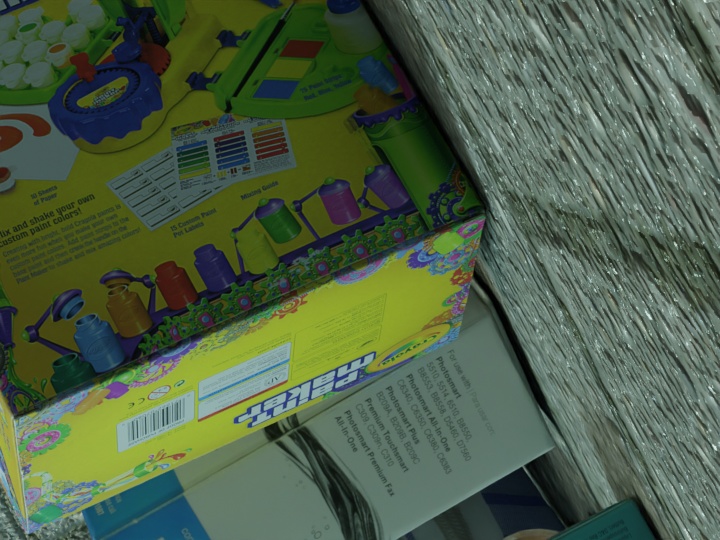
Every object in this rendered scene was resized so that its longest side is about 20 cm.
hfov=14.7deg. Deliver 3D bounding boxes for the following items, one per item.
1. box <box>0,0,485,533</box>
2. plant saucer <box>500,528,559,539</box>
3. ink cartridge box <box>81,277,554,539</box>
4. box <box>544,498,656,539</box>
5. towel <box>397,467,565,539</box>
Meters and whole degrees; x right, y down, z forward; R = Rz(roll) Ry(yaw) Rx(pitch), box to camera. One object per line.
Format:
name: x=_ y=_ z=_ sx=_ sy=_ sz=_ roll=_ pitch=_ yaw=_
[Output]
box: x=-0.085 y=-0.035 z=1.119 sx=0.193 sy=0.200 sz=0.122 roll=61 pitch=164 yaw=21
plant saucer: x=0.092 y=0.216 z=1.248 sx=0.200 sy=0.034 sz=0.201 roll=-12 pitch=76 yaw=61
ink cartridge box: x=-0.031 y=0.068 z=1.263 sx=0.084 sy=0.200 sz=0.146 roll=63 pitch=177 yaw=-28
box: x=0.130 y=0.190 z=1.100 sx=0.200 sy=0.049 sz=0.082 roll=62 pitch=176 yaw=6
towel: x=0.012 y=0.119 z=1.376 sx=0.147 sy=0.200 sz=0.024 roll=-123 pitch=46 yaw=-59
